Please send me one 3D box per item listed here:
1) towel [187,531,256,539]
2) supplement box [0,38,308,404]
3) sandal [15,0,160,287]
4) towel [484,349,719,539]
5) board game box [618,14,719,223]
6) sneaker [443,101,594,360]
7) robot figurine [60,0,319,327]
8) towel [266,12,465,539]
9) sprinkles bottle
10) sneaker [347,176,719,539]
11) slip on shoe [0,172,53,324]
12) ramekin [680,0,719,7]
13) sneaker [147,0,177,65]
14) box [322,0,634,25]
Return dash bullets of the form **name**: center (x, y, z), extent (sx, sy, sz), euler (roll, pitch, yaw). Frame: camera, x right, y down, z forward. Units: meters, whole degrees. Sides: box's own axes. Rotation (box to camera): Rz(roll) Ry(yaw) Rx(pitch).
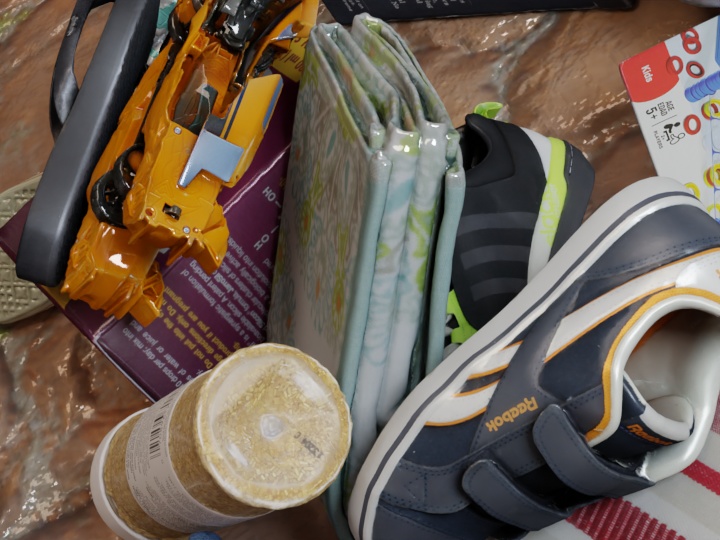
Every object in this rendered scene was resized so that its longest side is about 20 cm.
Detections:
- **towel**: center (-0.049, 0.214, 0.732), extent (0.112, 0.048, 0.200), euler (-60, 33, 31)
- **supplement box**: center (-0.073, -0.034, 0.941), extent (0.200, 0.103, 0.131), euler (-46, 44, -7)
- **sandal**: center (-0.141, -0.090, 0.889), extent (0.043, 0.076, 0.200), euler (17, 65, -1)
- **towel**: center (0.101, 0.113, 0.718), extent (0.144, 0.023, 0.200), euler (32, 95, 45)
- **board game box**: center (0.234, -0.056, 0.784), extent (0.196, 0.056, 0.200), euler (-25, 44, 14)
- **sneaker**: center (0.046, 0.004, 0.831), extent (0.072, 0.083, 0.200), euler (-51, 14, 50)
- **robot figurine**: center (-0.076, -0.078, 0.842), extent (0.145, 0.058, 0.200), euler (-34, 31, 53)
- **towel**: center (0.000, 0.000, 0.798), extent (0.048, 0.200, 0.171), euler (3, 25, -14)
- **sprinkles bottle**: center (-0.068, 0.083, 0.790), extent (0.068, 0.068, 0.200), euler (-60, 11, -22)
- **sneaker**: center (0.076, 0.060, 0.693), extent (0.200, 0.078, 0.079), euler (-50, 48, 17)
- **slip on shoe**: center (-0.159, -0.038, 1.041), extent (0.200, 0.061, 0.074), euler (-41, 82, 13)
- **ramekin**: center (0.213, -0.211, 0.857), extent (0.200, 0.098, 0.201), euler (-26, 18, 9)
- **sneaker**: center (-0.099, -0.169, 1.111), extent (0.200, 0.078, 0.091), euler (-49, 28, -16)
- **box**: center (0.076, -0.257, 1.018), extent (0.198, 0.123, 0.200), euler (2, 56, 34)
